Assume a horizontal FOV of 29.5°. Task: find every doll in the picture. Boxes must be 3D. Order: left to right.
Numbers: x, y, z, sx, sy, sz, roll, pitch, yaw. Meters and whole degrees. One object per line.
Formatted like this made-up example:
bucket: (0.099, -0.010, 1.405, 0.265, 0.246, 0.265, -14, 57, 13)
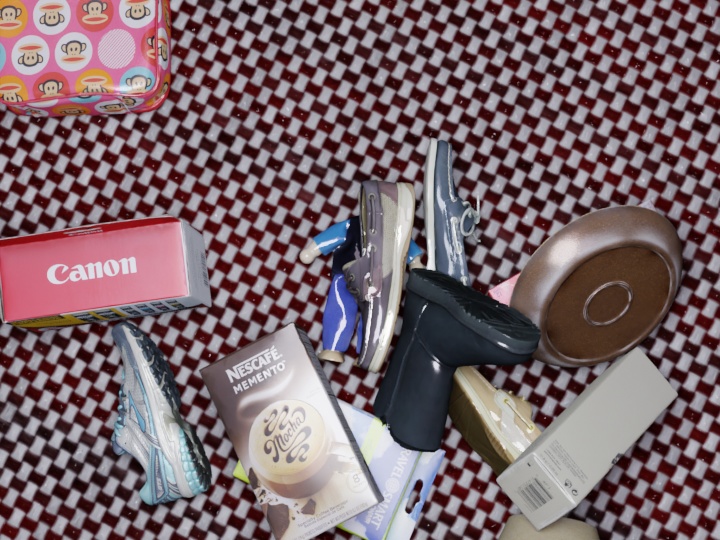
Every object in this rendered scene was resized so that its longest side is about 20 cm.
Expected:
doll: (0.000, 0.000, 1.470, 0.134, 0.048, 0.203, 11, 84, 1)

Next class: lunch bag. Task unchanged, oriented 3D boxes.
lunch bag: (-0.308, -0.263, 1.500, 0.197, 0.082, 0.179, -2, 83, 3)

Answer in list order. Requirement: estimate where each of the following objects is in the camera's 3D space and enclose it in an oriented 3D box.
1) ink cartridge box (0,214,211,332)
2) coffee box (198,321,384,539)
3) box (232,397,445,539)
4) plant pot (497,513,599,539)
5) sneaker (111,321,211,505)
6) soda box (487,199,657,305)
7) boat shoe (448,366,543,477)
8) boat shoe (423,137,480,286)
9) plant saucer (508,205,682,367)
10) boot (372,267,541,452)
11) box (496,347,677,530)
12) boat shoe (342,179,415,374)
ink cartridge box: (-0.269, 0.005, 1.420, 0.197, 0.176, 0.085, -9, 83, 3)
coffee box: (-0.070, 0.169, 1.392, 0.112, 0.080, 0.202, -27, 82, 2)
box: (-0.022, 0.204, 1.450, 0.198, 0.048, 0.123, 24, 86, 6)
plant pot: (0.184, 0.354, 1.369, 0.184, 0.188, 0.203, 9, 70, 4)
sneaker: (-0.234, 0.154, 1.453, 0.085, 0.078, 0.202, -23, 83, 4)
soda box: (0.234, 0.005, 1.450, 0.198, 0.063, 0.071, -30, 83, -1)
boat shoe: (0.154, 0.167, 1.438, 0.066, 0.074, 0.201, -30, 75, -24)
boat shoe: (0.098, -0.040, 1.456, 0.061, 0.075, 0.204, -2, 85, 4)
plant saucer: (0.247, 0.026, 1.393, 0.198, 0.201, 0.032, -29, 43, -1)
boot: (0.092, 0.106, 1.363, 0.076, 0.200, 0.171, 4, 106, -34)
box: (0.230, 0.167, 1.375, 0.069, 0.082, 0.199, 49, 54, 6)
boat shoe: (0.012, 0.004, 1.413, 0.064, 0.072, 0.203, 10, 81, -6)
